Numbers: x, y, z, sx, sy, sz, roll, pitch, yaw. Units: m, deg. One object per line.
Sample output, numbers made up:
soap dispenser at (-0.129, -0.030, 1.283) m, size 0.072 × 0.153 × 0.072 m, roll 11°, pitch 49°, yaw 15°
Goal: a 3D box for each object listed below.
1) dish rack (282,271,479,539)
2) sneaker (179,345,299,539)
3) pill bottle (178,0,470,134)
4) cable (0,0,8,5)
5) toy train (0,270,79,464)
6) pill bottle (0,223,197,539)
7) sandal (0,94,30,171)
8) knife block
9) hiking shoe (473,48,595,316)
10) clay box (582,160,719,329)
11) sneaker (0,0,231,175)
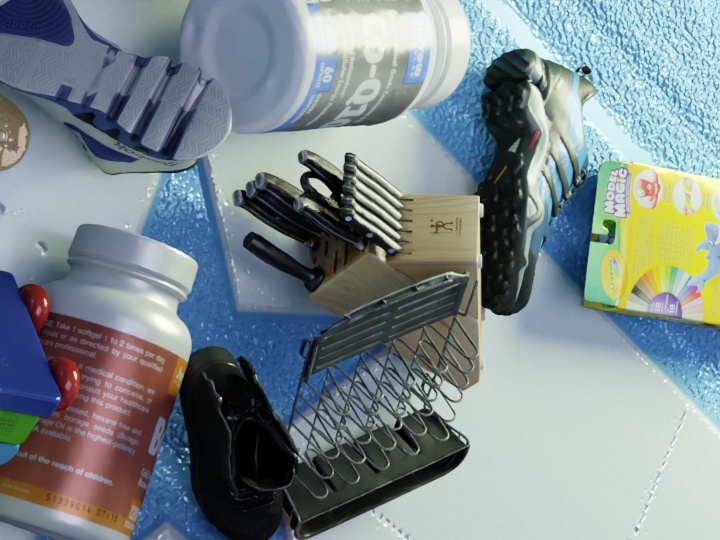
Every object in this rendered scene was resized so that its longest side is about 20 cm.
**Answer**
dish rack at (0.016, 0.088, 1.771) m, size 0.153 × 0.055 × 0.200 m, roll -23°, pitch 148°, yaw -30°
sneaker at (-0.078, 0.128, 1.709) m, size 0.060 × 0.104 × 0.200 m, roll -23°, pitch 126°, yaw -14°
pill bottle at (-0.020, -0.154, 1.747) m, size 0.200 × 0.114 × 0.114 m, roll -9°, pitch 96°, yaw -51°
cable at (-0.278, -0.256, 1.606) m, size 0.200 × 0.069 × 0.200 m, roll 26°, pitch 69°, yaw -15°
toy train at (-0.261, 0.047, 1.636) m, size 0.085 × 0.200 × 0.116 m, roll 14°, pitch 123°, yaw -37°
pill bottle at (-0.176, 0.077, 1.673) m, size 0.112 × 0.112 × 0.200 m, roll 24°, pitch 79°, yaw -31°
sandal at (-0.296, -0.114, 1.619) m, size 0.212 × 0.070 × 0.078 m, roll 18°, pitch 81°, yaw -32°
knife block at (0.000, 0.000, 1.812) m, size 0.200 × 0.175 × 0.064 m, roll 85°, pitch 7°, yaw -50°
hiking shoe at (0.134, -0.062, 1.894) m, size 0.087 × 0.074 × 0.200 m, roll 11°, pitch 85°, yaw -32°
clay box at (0.248, -0.017, 1.984) m, size 0.200 × 0.048 × 0.115 m, roll 10°, pitch 86°, yaw -31°
sneaker at (-0.182, -0.116, 1.690) m, size 0.199 × 0.115 × 0.081 m, roll 30°, pitch 70°, yaw 1°
